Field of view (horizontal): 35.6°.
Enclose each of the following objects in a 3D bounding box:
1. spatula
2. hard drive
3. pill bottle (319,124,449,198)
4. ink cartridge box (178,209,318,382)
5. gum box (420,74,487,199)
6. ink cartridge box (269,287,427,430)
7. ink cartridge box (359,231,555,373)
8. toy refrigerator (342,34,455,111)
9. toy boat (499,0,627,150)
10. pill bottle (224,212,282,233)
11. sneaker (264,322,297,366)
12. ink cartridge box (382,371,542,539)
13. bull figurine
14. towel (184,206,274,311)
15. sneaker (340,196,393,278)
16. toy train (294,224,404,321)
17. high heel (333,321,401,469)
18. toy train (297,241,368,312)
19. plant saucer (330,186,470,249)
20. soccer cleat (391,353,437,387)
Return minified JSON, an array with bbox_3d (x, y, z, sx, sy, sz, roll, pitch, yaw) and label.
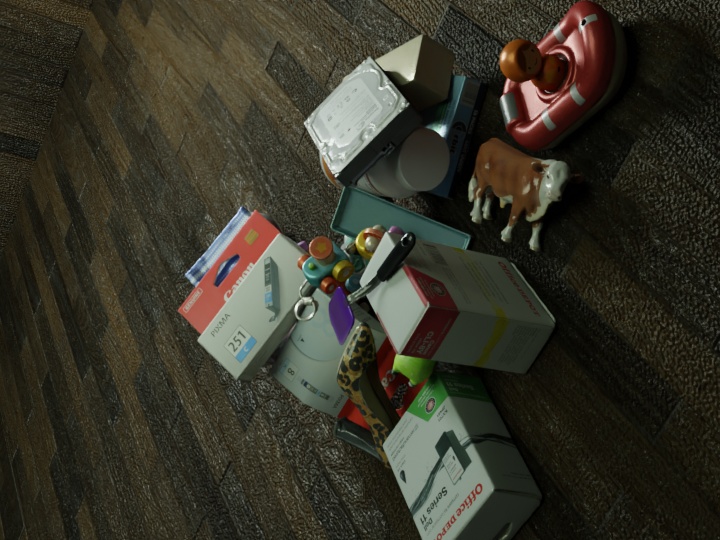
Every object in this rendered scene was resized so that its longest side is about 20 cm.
[{"bbox_3d":[0.011,0.016,1.347,0.200,0.020,0.057,-48,56,39],"label":"spatula"},{"bbox_3d":[-0.001,-0.205,1.532,0.140,0.038,0.200,-44,32,10],"label":"hard drive"},{"bbox_3d":[0.035,-0.161,1.584,0.199,0.111,0.113,14,90,57],"label":"pill bottle"},{"bbox_3d":[-0.166,0.031,1.634,0.176,0.045,0.201,40,94,27],"label":"ink cartridge box"},{"bbox_3d":[0.091,-0.207,1.658,0.200,0.044,0.172,25,100,58],"label":"gum box"},{"bbox_3d":[-0.017,0.142,1.595,0.200,0.047,0.161,39,115,17],"label":"ink cartridge box"},{"bbox_3d":[0.119,0.042,1.378,0.084,0.198,0.146,-62,35,27],"label":"ink cartridge box"},{"bbox_3d":[0.050,-0.266,1.641,0.199,0.070,0.077,-17,56,53],"label":"toy refrigerator"},{"bbox_3d":[0.228,-0.247,1.378,0.200,0.130,0.132,-42,46,42],"label":"toy boat"},{"bbox_3d":[-0.164,-0.002,1.915,0.113,0.111,0.200,-60,36,24],"label":"pill bottle"},{"bbox_3d":[-0.113,0.110,1.707,0.088,0.198,0.082,131,157,-58],"label":"sneaker"},{"bbox_3d":[0.123,0.250,1.402,0.147,0.082,0.201,-58,37,27],"label":"ink cartridge box"},{"bbox_3d":[0.203,-0.100,1.423,0.200,0.065,0.122,45,121,58],"label":"bull figurine"},{"bbox_3d":[-0.162,0.019,1.669,0.145,0.024,0.200,-49,64,8],"label":"towel"},{"bbox_3d":[0.008,-0.049,1.716,0.200,0.077,0.141,126,163,-51],"label":"sneaker"},{"bbox_3d":[0.000,0.000,1.513,0.198,0.056,0.151,-8,53,12],"label":"toy train"},{"bbox_3d":[0.038,0.173,1.522,0.142,0.071,0.202,22,122,25],"label":"high heel"},{"bbox_3d":[-0.074,0.045,1.697,0.150,0.055,0.200,49,145,9],"label":"toy train"},{"bbox_3d":[0.056,-0.054,1.573,0.199,0.019,0.070,23,102,17],"label":"plant saucer"},{"bbox_3d":[0.091,0.087,1.469,0.081,0.067,0.200,-56,0,18],"label":"soccer cleat"}]
